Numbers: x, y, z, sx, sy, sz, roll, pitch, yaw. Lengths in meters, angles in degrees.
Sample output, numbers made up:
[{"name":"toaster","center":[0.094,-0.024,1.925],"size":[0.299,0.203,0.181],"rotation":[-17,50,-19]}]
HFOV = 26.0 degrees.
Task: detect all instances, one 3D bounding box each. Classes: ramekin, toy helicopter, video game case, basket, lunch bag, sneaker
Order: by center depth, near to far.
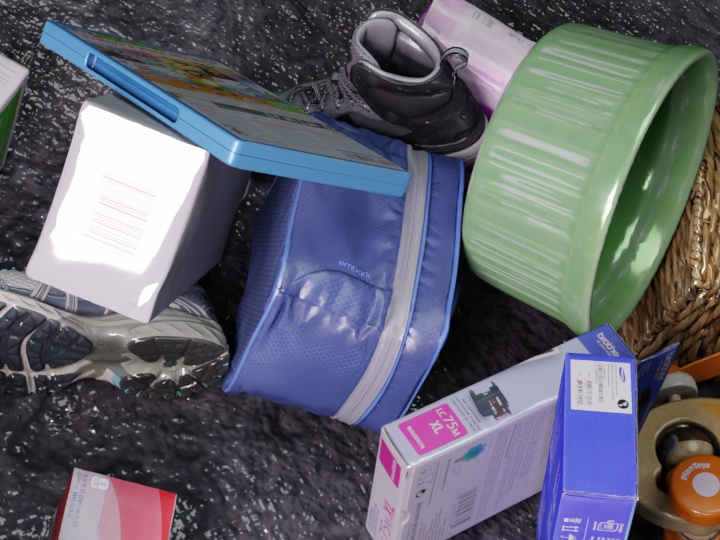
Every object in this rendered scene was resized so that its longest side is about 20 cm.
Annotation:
[{"name":"video game case","center":[-0.083,-0.098,0.937],"size":[0.143,0.018,0.200],"rotation":[6,21,-47]},{"name":"sneaker","center":[-0.184,0.028,0.977],"size":[0.200,0.078,0.086],"rotation":[11,40,-25]},{"name":"ramekin","center":[0.147,-0.062,1.013],"size":[0.098,0.200,0.200],"rotation":[23,46,21]},{"name":"lunch bag","center":[0.000,0.000,1.025],"size":[0.132,0.136,0.200],"rotation":[19,49,-11]},{"name":"toy helicopter","center":[0.259,0.101,1.078],"size":[0.200,0.079,0.132],"rotation":[-31,55,-15]},{"name":"sneaker","center":[-0.012,-0.127,1.089],"size":[0.200,0.114,0.076],"rotation":[2,53,13]},{"name":"basket","center":[0.280,-0.028,1.164],"size":[0.149,0.143,0.200],"rotation":[13,52,-14]}]

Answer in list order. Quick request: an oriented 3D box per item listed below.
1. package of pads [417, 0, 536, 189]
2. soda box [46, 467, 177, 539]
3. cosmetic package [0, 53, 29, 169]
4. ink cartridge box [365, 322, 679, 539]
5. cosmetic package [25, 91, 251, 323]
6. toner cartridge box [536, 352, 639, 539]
[{"name":"package of pads","center":[0.113,-0.110,1.165],"size":[0.200,0.121,0.076],"rotation":[31,48,-1]},{"name":"soda box","center":[-0.151,0.213,0.845],"size":[0.063,0.070,0.200],"rotation":[16,51,-13]},{"name":"cosmetic package","center":[-0.293,-0.050,0.952],"size":[0.085,0.108,0.200],"rotation":[28,51,-4]},{"name":"ink cartridge box","center":[0.100,0.103,0.980],"size":[0.200,0.119,0.042],"rotation":[-21,56,-21]},{"name":"cosmetic package","center":[-0.123,-0.050,0.959],"size":[0.081,0.113,0.200],"rotation":[22,11,1]},{"name":"toner cartridge box","center":[0.133,0.145,0.934],"size":[0.043,0.200,0.095],"rotation":[5,52,4]}]
